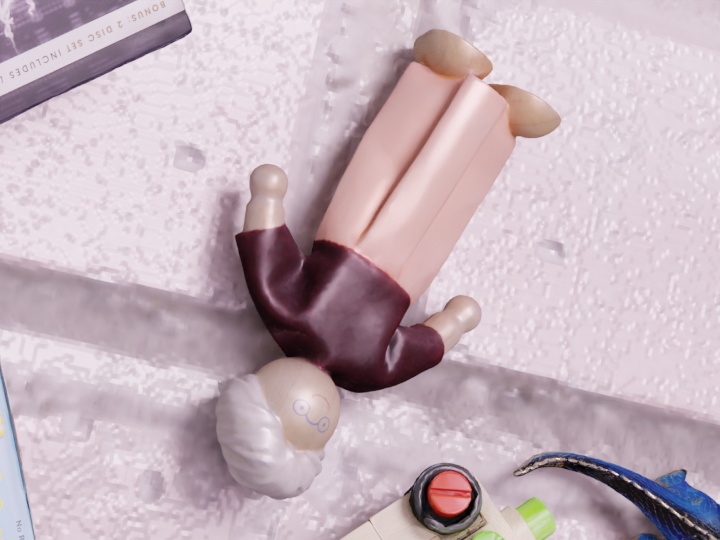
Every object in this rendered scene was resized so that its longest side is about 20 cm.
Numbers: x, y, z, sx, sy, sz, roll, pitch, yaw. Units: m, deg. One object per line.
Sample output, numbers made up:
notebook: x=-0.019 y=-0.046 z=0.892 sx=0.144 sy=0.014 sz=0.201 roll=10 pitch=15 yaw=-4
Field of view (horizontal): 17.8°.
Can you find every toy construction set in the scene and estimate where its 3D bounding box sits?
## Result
toy construction set: x=0.030 y=0.160 z=0.943 sx=0.199 sy=0.092 sz=0.132 roll=-29 pitch=80 yaw=-29

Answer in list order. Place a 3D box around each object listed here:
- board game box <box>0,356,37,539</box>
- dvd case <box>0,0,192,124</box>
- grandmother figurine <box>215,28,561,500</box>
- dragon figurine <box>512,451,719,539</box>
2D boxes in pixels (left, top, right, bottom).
board game box: x=-0.226 y=0.095 z=0.812 sx=0.199 sy=0.105 sz=0.104 roll=-13 pitch=98 yaw=-24
dvd case: x=-0.157 y=-0.149 z=0.817 sx=0.148 sy=0.016 sz=0.201 roll=-28 pitch=108 yaw=-25
grandmother figurine: x=0.000 y=0.000 z=0.940 sx=0.121 sy=0.061 sz=0.201 roll=32 pitch=77 yaw=-14
dragon figurine: x=0.165 y=0.128 z=1.000 sx=0.200 sy=0.099 sz=0.059 roll=42 pitch=76 yaw=-21
